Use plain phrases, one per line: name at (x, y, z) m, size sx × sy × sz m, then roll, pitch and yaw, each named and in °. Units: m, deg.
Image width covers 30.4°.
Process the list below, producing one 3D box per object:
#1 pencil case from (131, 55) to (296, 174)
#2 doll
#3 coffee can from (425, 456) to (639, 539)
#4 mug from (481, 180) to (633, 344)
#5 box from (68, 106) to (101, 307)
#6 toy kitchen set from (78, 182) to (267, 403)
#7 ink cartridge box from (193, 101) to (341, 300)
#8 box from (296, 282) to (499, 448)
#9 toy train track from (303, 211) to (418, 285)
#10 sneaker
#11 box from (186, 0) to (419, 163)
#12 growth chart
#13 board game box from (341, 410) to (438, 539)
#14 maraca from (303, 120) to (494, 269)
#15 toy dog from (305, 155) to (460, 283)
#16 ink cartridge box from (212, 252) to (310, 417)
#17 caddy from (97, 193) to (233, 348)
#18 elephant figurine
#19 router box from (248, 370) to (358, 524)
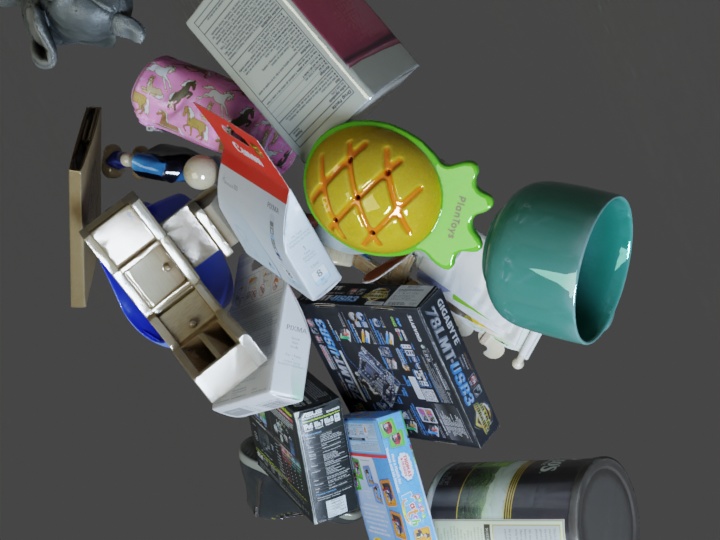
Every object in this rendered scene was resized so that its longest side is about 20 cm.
pencil case at (-0.162, -0.176, 1.516) m, size 0.200 × 0.083 × 0.087 m, roll 23°, pitch 125°, yaw 21°
doll at (-0.225, -0.125, 1.562) m, size 0.200 × 0.136 × 0.048 m, roll 11°, pitch 100°, yaw 54°
coffee can at (0.193, 0.287, 1.502) m, size 0.200 × 0.146 × 0.146 m, roll -8°, pitch 111°, yaw 37°
mug at (0.192, 0.001, 1.333) m, size 0.114 × 0.152 × 0.185 m, roll 15°, pitch 123°, yaw 28°
box at (-0.342, -0.079, 1.650) m, size 0.021 × 0.164 × 0.200 m, roll 4°, pitch 124°, yaw -6°
toy kitchen set at (-0.183, 0.001, 1.511) m, size 0.200 × 0.163 × 0.180 m, roll 55°, pitch 172°, yaw -25°
ink cartridge box at (-0.114, -0.074, 1.423) m, size 0.160 × 0.047 × 0.200 m, roll 34°, pitch 160°, yaw 52°
box at (0.041, 0.107, 1.526) m, size 0.198 × 0.050 × 0.200 m, roll 2°, pitch 126°, yaw 46°
toy train track at (0.000, 0.000, 1.532) m, size 0.200 × 0.033 × 0.115 m, roll 36°, pitch 140°, yaw 17°
sneaker at (-0.072, 0.298, 1.745) m, size 0.200 × 0.075 × 0.106 m, roll 25°, pitch 132°, yaw 32°
box at (-0.061, -0.238, 1.393) m, size 0.200 × 0.109 × 0.128 m, roll 50°, pitch 131°, yaw -1°
growth chart at (0.127, 0.012, 1.473) m, size 0.200 × 0.018 × 0.145 m, roll 40°, pitch 131°, yaw 8°
board game box at (0.034, 0.261, 1.520) m, size 0.151 × 0.037 × 0.200 m, roll 163°, pitch 92°, yaw -70°
maraca at (0.035, -0.076, 1.333) m, size 0.200 × 0.107 × 0.137 m, roll 19°, pitch 113°, yaw 16°
toy dog at (0.006, -0.048, 1.437) m, size 0.200 × 0.096 × 0.132 m, roll -16°, pitch 76°, yaw 40°
ink cartridge box at (-0.109, 0.065, 1.567) m, size 0.050 × 0.200 × 0.161 m, roll 19°, pitch 159°, yaw -26°
caddy at (-0.252, 0.000, 1.662) m, size 0.141 × 0.105 × 0.200 m, roll -10°, pitch 109°, yaw 37°
elephant figurine at (-0.346, -0.304, 1.555) m, size 0.141 × 0.155 × 0.200 m, roll 14°, pitch 151°, yaw -26°
router box at (-0.078, 0.198, 1.620) m, size 0.200 × 0.062 × 0.150 m, roll 31°, pitch 134°, yaw 61°
